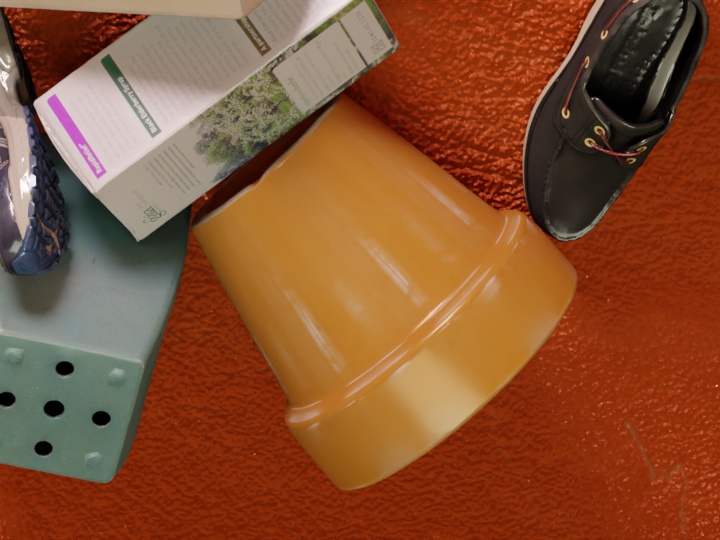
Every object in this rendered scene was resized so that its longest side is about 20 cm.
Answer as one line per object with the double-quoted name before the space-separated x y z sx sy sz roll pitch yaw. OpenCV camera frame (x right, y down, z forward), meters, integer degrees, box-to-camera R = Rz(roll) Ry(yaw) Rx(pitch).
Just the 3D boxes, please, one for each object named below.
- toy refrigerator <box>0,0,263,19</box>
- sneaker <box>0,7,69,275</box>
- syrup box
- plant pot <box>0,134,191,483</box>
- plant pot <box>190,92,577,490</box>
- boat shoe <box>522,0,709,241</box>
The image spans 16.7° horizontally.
"toy refrigerator" -0.140 -0.193 1.384 0.199 0.076 0.070 7 125 28
"sneaker" -0.225 -0.066 1.433 0.085 0.201 0.077 -19 138 -1
"syrup box" -0.084 -0.115 1.443 0.200 0.082 0.079 -36 153 2
"plant pot" -0.183 0.031 1.490 0.140 0.200 0.142 12 119 -11
"plant pot" 0.000 0.000 1.505 0.200 0.200 0.183 -39 100 17
"boat shoe" 0.155 -0.100 1.523 0.073 0.063 0.202 15 119 -15
